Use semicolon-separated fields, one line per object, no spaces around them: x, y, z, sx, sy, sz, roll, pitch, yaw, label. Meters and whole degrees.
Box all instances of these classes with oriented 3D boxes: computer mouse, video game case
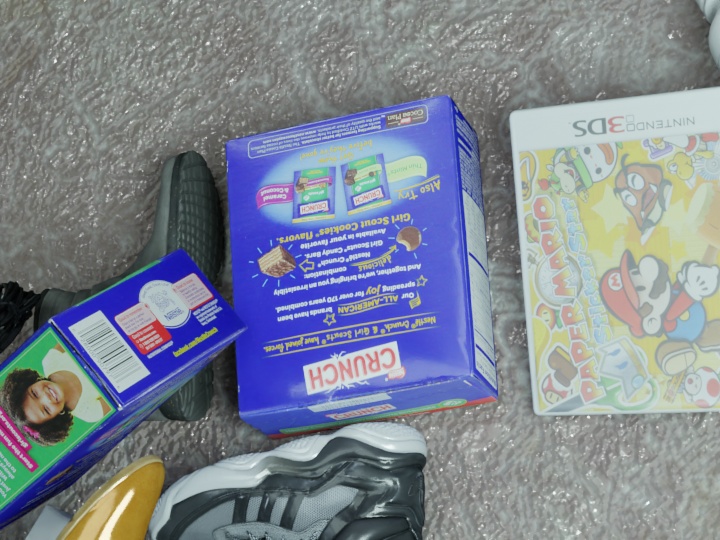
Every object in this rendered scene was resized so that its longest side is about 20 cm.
-0.299;0.083;1.524;0.046;0.140;0.200;38;107;-3;computer mouse
0.183;-0.010;1.387;0.182;0.023;0.201;-4;92;35;video game case

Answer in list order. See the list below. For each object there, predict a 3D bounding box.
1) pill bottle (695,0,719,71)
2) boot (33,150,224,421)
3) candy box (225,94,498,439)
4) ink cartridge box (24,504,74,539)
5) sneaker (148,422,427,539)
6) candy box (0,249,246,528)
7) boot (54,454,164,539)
0.290;-0.131;1.386;0.113;0.113;0.200;-30;65;11;pill bottle
-0.171;0.013;1.557;0.131;0.070;0.201;-3;72;24;boot
0.000;0.000;1.486;0.169;0.077;0.201;-10;68;18;candy box
-0.120;0.243;1.417;0.200;0.145;0.088;26;84;28;ink cartridge box
-0.044;0.177;1.445;0.199;0.075;0.114;-18;64;14;sneaker
-0.195;0.089;1.427;0.200;0.169;0.077;-42;85;29;candy box
-0.135;0.227;1.315;0.144;0.071;0.201;35;91;22;boot
